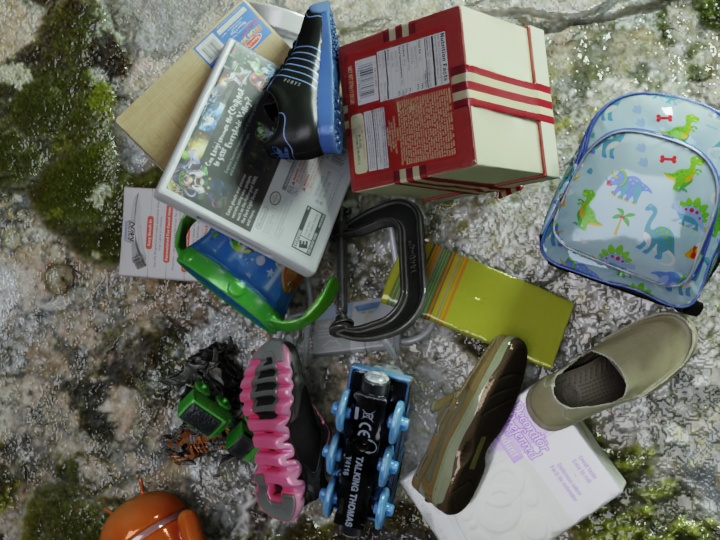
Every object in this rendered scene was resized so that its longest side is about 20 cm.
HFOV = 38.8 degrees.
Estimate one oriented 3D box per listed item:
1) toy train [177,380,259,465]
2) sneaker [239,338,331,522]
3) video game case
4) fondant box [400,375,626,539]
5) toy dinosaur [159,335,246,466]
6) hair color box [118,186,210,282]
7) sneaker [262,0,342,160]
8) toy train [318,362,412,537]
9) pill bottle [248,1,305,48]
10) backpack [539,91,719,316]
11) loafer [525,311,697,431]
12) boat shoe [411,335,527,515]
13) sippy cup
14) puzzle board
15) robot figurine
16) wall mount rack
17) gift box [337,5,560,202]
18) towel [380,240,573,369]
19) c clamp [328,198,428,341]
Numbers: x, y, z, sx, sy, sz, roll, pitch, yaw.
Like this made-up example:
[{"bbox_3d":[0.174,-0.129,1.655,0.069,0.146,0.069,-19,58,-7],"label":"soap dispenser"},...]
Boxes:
[{"bbox_3d":[-0.126,0.195,1.169,0.200,0.056,0.042,38,105,-21],"label":"toy train"},{"bbox_3d":[-0.073,0.171,1.136,0.079,0.095,0.201,2,99,42],"label":"sneaker"},{"bbox_3d":[-0.096,-0.119,1.070,0.182,0.023,0.200,28,65,-17],"label":"video game case"},{"bbox_3d":[0.165,0.231,1.118,0.200,0.058,0.144,-38,77,13],"label":"fondant box"},{"bbox_3d":[-0.160,0.158,1.227,0.200,0.102,0.136,-32,95,-2],"label":"toy dinosaur"},{"bbox_3d":[-0.188,-0.041,1.238,0.200,0.064,0.111,5,92,16],"label":"hair color box"},{"bbox_3d":[-0.061,-0.199,1.060,0.078,0.070,0.200,-6,55,8],"label":"sneaker"},{"bbox_3d":[0.009,0.191,1.122,0.086,0.114,0.200,12,110,10],"label":"toy train"},{"bbox_3d":[-0.116,-0.199,1.188,0.116,0.116,0.200,18,95,18],"label":"pill bottle"},{"bbox_3d":[0.291,-0.076,1.034,0.183,0.147,0.200,21,92,15],"label":"backpack"},{"bbox_3d":[0.266,0.104,1.053,0.200,0.068,0.076,-30,80,-8],"label":"loafer"},{"bbox_3d":[0.106,0.153,1.082,0.076,0.072,0.200,27,93,38],"label":"boat shoe"},{"bbox_3d":[-0.110,-0.021,1.122,0.178,0.140,0.130,39,80,-13],"label":"sippy cup"},{"bbox_3d":[-0.140,-0.171,1.098,0.151,0.017,0.200,45,71,-12],"label":"puzzle board"},{"bbox_3d":[-0.233,0.349,1.221,0.117,0.144,0.200,-31,78,-18],"label":"robot figurine"},{"bbox_3d":[-0.015,0.025,1.178,0.200,0.075,0.174,-9,54,17],"label":"wall mount rack"},{"bbox_3d":[0.089,-0.171,1.087,0.200,0.187,0.185,-3,88,40],"label":"gift box"},{"bbox_3d":[0.127,0.035,1.117,0.200,0.018,0.086,22,68,6],"label":"towel"},{"bbox_3d":[0.000,0.000,1.127,0.171,0.027,0.200,-23,50,20],"label":"c clamp"}]
